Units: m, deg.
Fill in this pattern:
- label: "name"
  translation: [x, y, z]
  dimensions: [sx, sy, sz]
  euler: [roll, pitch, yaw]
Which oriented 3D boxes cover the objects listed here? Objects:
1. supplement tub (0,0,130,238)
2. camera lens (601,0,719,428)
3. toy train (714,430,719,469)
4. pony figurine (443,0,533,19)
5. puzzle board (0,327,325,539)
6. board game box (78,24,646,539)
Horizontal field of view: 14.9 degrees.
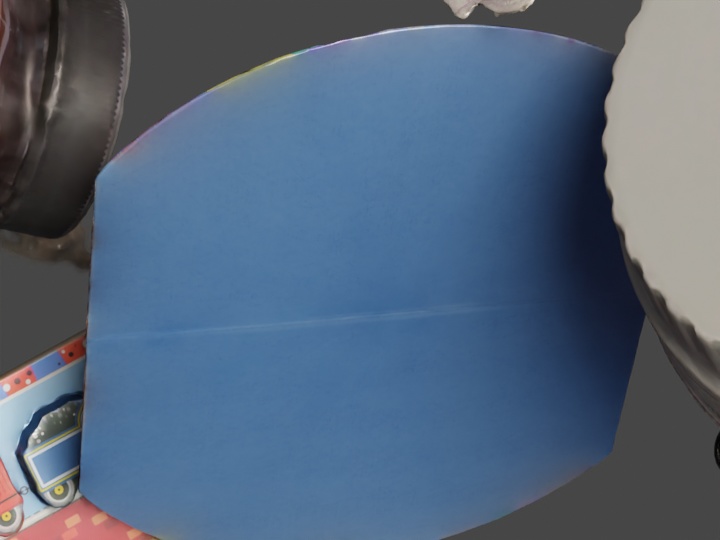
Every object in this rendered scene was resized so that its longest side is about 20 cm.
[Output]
- label: "supplement tub"
  translation: [-0.162, -0.061, 0.693]
  dimensions: [0.199, 0.107, 0.107]
  euler: [13, 89, -22]
- label: "camera lens"
  translation: [0.161, 0.001, 0.678]
  dimensions: [0.160, 0.160, 0.200]
  euler: [-58, 145, -9]
- label: "toy train"
  translation: [0.138, 0.049, 0.865]
  dimensions: [0.046, 0.034, 0.201]
  euler: [8, 90, -35]
- label: "pony figurine"
  translation: [0.077, -0.133, 0.743]
  dimensions: [0.200, 0.193, 0.167]
  euler: [26, 94, -25]
- label: "puzzle board"
  translation: [-0.092, 0.109, 0.782]
  dimensions: [0.200, 0.017, 0.151]
  euler: [-29, 104, -17]
- label: "board game box"
  translation: [0.000, 0.000, 0.749]
  dimensions: [0.157, 0.039, 0.200]
  euler: [-5, 135, -13]
